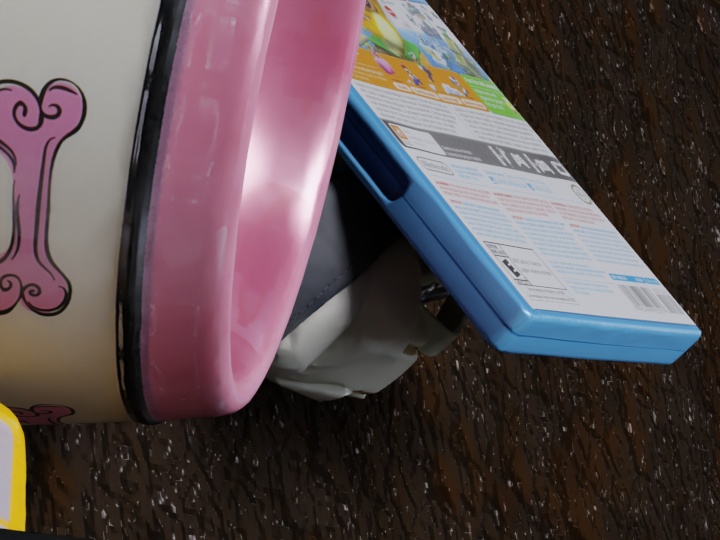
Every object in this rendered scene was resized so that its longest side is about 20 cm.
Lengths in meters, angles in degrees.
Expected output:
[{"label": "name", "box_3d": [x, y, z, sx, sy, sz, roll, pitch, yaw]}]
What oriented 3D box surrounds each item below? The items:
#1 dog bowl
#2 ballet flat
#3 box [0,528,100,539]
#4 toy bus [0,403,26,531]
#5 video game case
[{"label": "dog bowl", "box_3d": [-0.047, -0.053, 0.710, 0.200, 0.074, 0.200, 13, 90, -84]}, {"label": "ballet flat", "box_3d": [0.000, 0.000, 0.883, 0.200, 0.073, 0.073, -28, 104, -67]}, {"label": "box", "box_3d": [-0.100, 0.116, 0.561, 0.200, 0.040, 0.137, 16, 94, -54]}, {"label": "toy bus", "box_3d": [-0.128, 0.049, 0.606, 0.200, 0.065, 0.078, 37, 44, -53]}, {"label": "video game case", "box_3d": [0.015, -0.052, 0.894, 0.200, 0.018, 0.143, 52, 19, 19]}]
